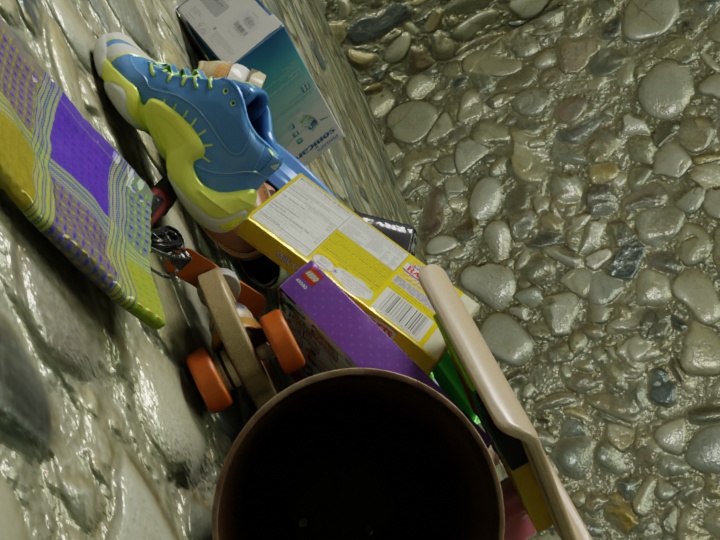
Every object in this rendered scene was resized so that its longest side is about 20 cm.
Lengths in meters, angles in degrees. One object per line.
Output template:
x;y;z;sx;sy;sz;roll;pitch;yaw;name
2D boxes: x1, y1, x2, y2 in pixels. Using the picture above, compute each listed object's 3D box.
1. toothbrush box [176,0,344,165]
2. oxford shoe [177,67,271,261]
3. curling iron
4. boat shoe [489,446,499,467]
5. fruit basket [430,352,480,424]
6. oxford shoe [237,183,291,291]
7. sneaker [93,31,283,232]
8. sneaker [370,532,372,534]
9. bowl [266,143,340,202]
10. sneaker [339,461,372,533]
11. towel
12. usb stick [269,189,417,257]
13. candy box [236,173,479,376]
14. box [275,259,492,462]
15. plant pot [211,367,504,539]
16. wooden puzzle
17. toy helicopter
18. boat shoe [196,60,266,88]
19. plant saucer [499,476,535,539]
-0.117;-0.234;1.353;0.147;0.085;0.201;50;-5;39;toothbrush box
-0.136;-0.096;1.002;0.201;0.071;0.071;60;-1;24;oxford shoe
-0.152;-0.047;0.891;0.049;0.026;0.201;42;15;-19;curling iron
0.080;0.233;1.135;0.072;0.200;0.073;-15;66;-40;boat shoe
0.020;0.077;1.054;0.215;0.154;0.219;29;-50;43;fruit basket
-0.089;-0.005;1.143;0.201;0.070;0.075;55;36;-49;oxford shoe
-0.130;-0.133;0.909;0.201;0.105;0.076;54;12;13;sneaker
0.046;0.283;1.091;0.078;0.085;0.202;53;15;-58;sneaker
-0.064;-0.065;1.188;0.200;0.039;0.201;43;-10;9;bowl
-0.041;0.169;0.984;0.083;0.072;0.201;42;-12;40;sneaker
-0.184;-0.066;0.703;0.201;0.023;0.145;55;13;-38;towel
-0.044;-0.037;1.043;0.033;0.197;0.056;113;-9;-82;usb stick
0.000;0.000;0.956;0.199;0.027;0.102;37;34;7;candy box
0.011;0.100;0.901;0.200;0.039;0.137;45;-25;17;box
-0.008;0.170;0.801;0.200;0.185;0.189;119;-51;-80;plant pot
0.108;0.115;0.867;0.201;0.037;0.186;58;4;-42;wooden puzzle
-0.096;0.058;0.904;0.133;0.078;0.201;60;-6;23;toy helicopter
-0.143;-0.184;1.174;0.068;0.076;0.200;22;-6;-10;boat shoe
0.074;0.247;0.953;0.051;0.200;0.200;52;4;16;plant saucer
